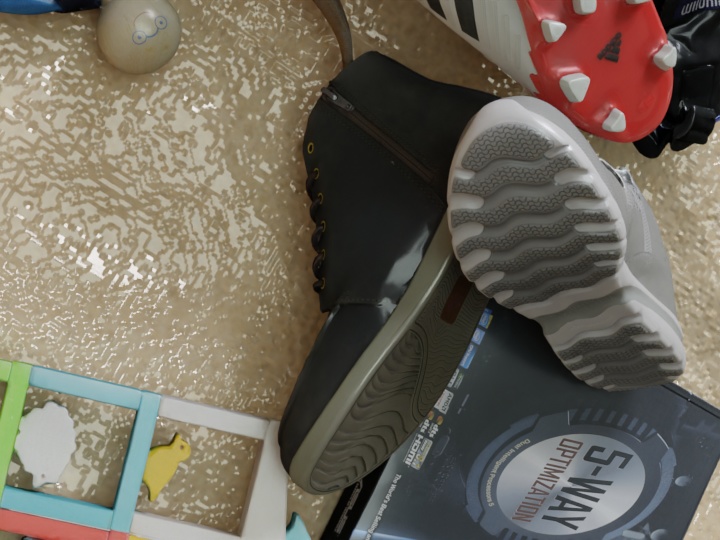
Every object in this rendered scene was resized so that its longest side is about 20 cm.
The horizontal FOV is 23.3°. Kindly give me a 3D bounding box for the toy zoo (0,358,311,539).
[{"bbox_3d":[-0.114,0.119,0.802,0.199,0.020,0.132,14,86,-10],"label":"toy zoo"}]

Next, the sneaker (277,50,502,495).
[{"bbox_3d":[0.000,0.000,0.817,0.106,0.075,0.201,28,84,30],"label":"sneaker"}]

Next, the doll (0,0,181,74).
[{"bbox_3d":[-0.152,-0.172,0.790,0.136,0.048,0.200,-43,107,-24],"label":"doll"}]

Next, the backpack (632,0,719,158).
[{"bbox_3d":[0.139,-0.192,0.817,0.183,0.147,0.200,-36,123,-15],"label":"backpack"}]

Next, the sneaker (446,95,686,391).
[{"bbox_3d":[0.091,-0.022,0.786,0.074,0.200,0.082,-11,55,20],"label":"sneaker"}]

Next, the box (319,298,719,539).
[{"bbox_3d":[0.073,0.126,0.860,0.160,0.044,0.201,30,81,-14],"label":"box"}]

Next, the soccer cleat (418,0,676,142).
[{"bbox_3d":[0.057,-0.128,0.739,0.200,0.085,0.069,37,86,-27],"label":"soccer cleat"}]

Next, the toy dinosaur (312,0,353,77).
[{"bbox_3d":[-0.039,-0.160,0.791,0.060,0.106,0.200,-45,104,-14],"label":"toy dinosaur"}]
